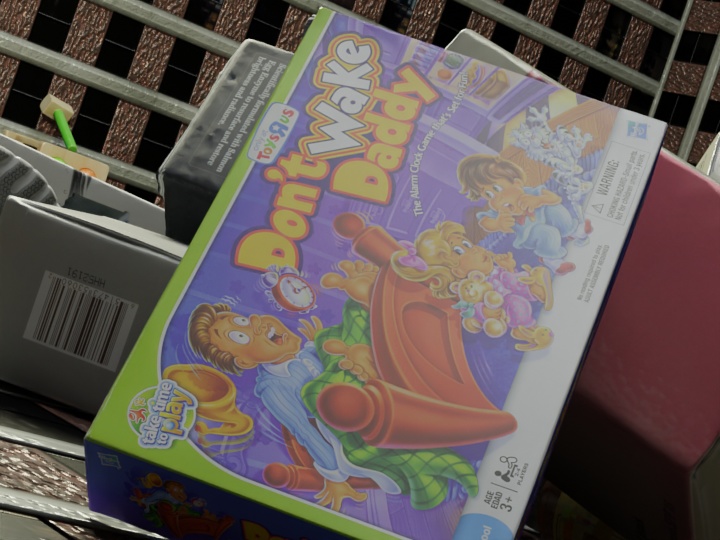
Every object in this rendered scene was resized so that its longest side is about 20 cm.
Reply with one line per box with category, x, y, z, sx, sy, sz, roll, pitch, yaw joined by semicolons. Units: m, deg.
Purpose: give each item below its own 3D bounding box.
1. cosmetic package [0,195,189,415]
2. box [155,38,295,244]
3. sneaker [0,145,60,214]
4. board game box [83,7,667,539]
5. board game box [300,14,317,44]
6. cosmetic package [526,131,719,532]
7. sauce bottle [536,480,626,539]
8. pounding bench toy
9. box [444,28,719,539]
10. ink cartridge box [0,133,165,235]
cosmetic package;-0.115;0.022;0.966;0.106;0.091;0.200;19;3;3
box;0.000;0.000;1.123;0.199;0.118;0.197;20;-36;12
sneaker;-0.198;-0.009;1.115;0.082;0.075;0.200;18;-22;46
board game box;0.010;0.013;0.660;0.134;0.201;0.045;19;-36;8
board game box;0.016;0.017;0.932;0.200;0.201;0.062;32;-6;-35
cosmetic package;0.151;0.043;0.958;0.073;0.200;0.104;28;41;-2
sauce bottle;0.155;0.128;0.847;0.066;0.066;0.200;19;-1;-31
pounding bench toy;-0.470;-0.165;3.024;0.124;0.201;0.156;19;-1;-37
box;0.092;0.016;0.803;0.200;0.109;0.128;35;-17;28
ink cartridge box;-0.224;-0.029;1.289;0.199;0.086;0.146;23;-9;-39
